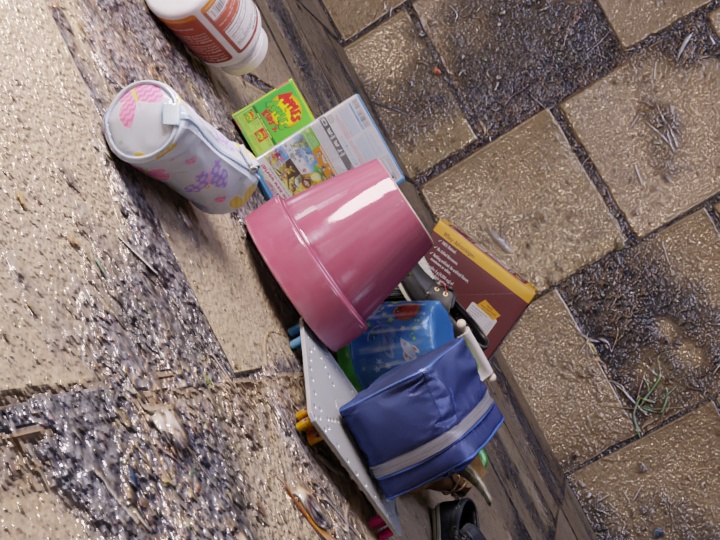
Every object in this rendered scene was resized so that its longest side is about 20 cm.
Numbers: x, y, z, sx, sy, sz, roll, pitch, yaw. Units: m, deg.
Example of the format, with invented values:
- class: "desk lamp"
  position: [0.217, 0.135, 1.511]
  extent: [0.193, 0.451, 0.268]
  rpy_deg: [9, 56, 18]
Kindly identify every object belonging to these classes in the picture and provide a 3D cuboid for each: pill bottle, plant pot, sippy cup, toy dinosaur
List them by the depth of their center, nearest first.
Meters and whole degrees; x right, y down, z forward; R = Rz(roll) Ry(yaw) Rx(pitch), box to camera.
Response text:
- class: "plant pot"
  position: [-0.016, -0.033, 1.403]
  extent: [0.201, 0.178, 0.200]
  rpy_deg: [55, 2, -2]
- class: "toy dinosaur"
  position: [0.110, 0.215, 1.454]
  extent: [0.199, 0.089, 0.047]
  rpy_deg: [34, -7, -23]
- class: "sippy cup"
  position: [0.052, 0.098, 1.500]
  extent: [0.140, 0.128, 0.180]
  rpy_deg: [-53, 129, -59]
- class: "pill bottle"
  position: [-0.205, -0.352, 1.575]
  extent: [0.113, 0.111, 0.200]
  rpy_deg: [66, 10, 25]

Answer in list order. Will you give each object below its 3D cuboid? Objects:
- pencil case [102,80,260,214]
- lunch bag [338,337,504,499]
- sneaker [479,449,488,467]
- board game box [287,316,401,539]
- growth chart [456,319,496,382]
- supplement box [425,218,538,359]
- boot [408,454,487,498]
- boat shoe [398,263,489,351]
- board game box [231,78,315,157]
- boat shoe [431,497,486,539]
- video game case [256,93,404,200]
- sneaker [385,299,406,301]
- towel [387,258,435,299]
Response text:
- class: "pencil case"
  position: [-0.176, -0.120, 1.158]
  extent: [0.200, 0.089, 0.085]
  rpy_deg: [34, 68, -66]
- class: "lunch bag"
  position: [0.079, 0.173, 1.317]
  extent: [0.134, 0.135, 0.200]
  rpy_deg: [63, 25, 1]
- class: "sneaker"
  position: [0.128, 0.235, 1.729]
  extent: [0.201, 0.074, 0.083]
  rpy_deg: [51, -24, -15]
- class: "board game box"
  position: [-0.021, 0.180, 1.313]
  extent: [0.201, 0.026, 0.201]
  rpy_deg: [57, 10, -28]
- class: "growth chart"
  position: [0.114, 0.180, 1.619]
  extent: [0.018, 0.201, 0.145]
  rpy_deg: [21, -21, 50]
- class: "supplement box"
  position: [0.156, 0.056, 1.877]
  extent: [0.196, 0.201, 0.133]
  rpy_deg: [37, 7, 9]
- class: "boot"
  position: [0.118, 0.271, 1.533]
  extent: [0.076, 0.073, 0.199]
  rpy_deg: [54, 25, 11]
- class: "boat shoe"
  position: [0.113, 0.044, 1.662]
  extent: [0.202, 0.063, 0.074]
  rpy_deg: [53, 25, -11]
- class: "board game box"
  position: [-0.092, -0.164, 1.659]
  extent: [0.202, 0.101, 0.048]
  rpy_deg: [60, 3, -10]
- class: "boat shoe"
  position: [0.135, 0.366, 1.502]
  extent: [0.075, 0.062, 0.201]
  rpy_deg: [59, 11, -21]
- class: "video game case"
  position: [-0.046, -0.139, 1.622]
  extent: [0.144, 0.199, 0.018]
  rpy_deg: [59, -23, -11]
- class: "sneaker"
  position: [0.043, 0.089, 1.706]
  extent: [0.200, 0.072, 0.083]
  rpy_deg: [-51, 151, -65]
- class: "towel"
  position: [0.016, -0.038, 1.749]
  extent: [0.190, 0.035, 0.202]
  rpy_deg: [-1, 49, -28]
